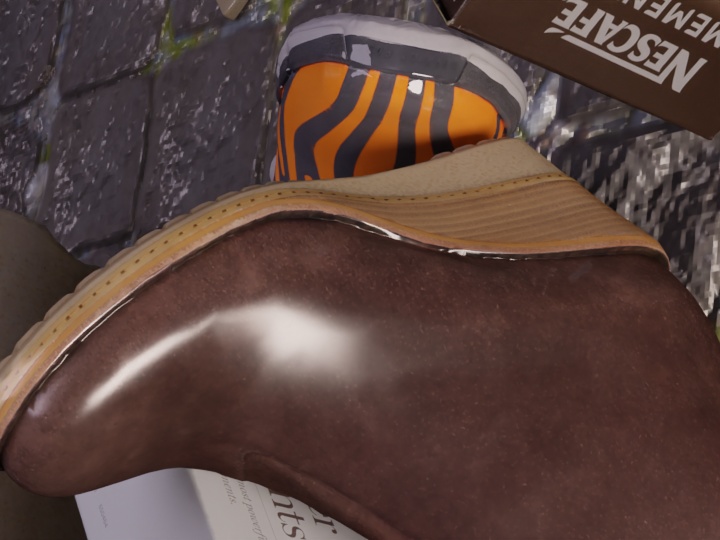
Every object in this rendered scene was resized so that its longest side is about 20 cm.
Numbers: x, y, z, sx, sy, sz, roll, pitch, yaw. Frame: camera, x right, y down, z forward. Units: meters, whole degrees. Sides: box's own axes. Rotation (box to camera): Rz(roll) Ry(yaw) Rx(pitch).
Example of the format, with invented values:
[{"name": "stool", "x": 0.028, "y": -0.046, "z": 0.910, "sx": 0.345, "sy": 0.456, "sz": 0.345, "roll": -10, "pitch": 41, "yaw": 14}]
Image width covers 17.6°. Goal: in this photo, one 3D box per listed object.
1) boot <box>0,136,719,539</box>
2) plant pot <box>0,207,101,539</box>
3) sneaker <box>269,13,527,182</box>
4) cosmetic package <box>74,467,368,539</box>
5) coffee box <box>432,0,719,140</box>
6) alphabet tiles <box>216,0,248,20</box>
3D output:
[{"name": "boot", "x": 0.021, "y": 0.053, "z": 0.588, "sx": 0.167, "sy": 0.199, "sz": 0.072, "roll": 53, "pitch": 147, "yaw": 22}, {"name": "plant pot", "x": -0.169, "y": 0.081, "z": 0.877, "sx": 0.200, "sy": 0.200, "sz": 0.184, "roll": -28, "pitch": 42, "yaw": 43}, {"name": "sneaker", "x": 0.000, "y": 0.000, "z": 0.721, "sx": 0.200, "sy": 0.077, "sz": 0.113, "roll": 103, "pitch": 179, "yaw": -73}, {"name": "cosmetic package", "x": 0.010, "y": 0.113, "z": 0.639, "sx": 0.052, "sy": 0.150, "sz": 0.200, "roll": -49, "pitch": 41, "yaw": 23}, {"name": "coffee box", "x": 0.111, "y": -0.147, "z": 0.660, "sx": 0.200, "sy": 0.114, "sz": 0.080, "roll": -51, "pitch": 40, "yaw": 26}, {"name": "alphabet tiles", "x": -0.038, "y": -0.226, "z": 0.980, "sx": 0.167, "sy": 0.008, "sz": 0.200, "roll": -52, "pitch": 40, "yaw": 24}]
